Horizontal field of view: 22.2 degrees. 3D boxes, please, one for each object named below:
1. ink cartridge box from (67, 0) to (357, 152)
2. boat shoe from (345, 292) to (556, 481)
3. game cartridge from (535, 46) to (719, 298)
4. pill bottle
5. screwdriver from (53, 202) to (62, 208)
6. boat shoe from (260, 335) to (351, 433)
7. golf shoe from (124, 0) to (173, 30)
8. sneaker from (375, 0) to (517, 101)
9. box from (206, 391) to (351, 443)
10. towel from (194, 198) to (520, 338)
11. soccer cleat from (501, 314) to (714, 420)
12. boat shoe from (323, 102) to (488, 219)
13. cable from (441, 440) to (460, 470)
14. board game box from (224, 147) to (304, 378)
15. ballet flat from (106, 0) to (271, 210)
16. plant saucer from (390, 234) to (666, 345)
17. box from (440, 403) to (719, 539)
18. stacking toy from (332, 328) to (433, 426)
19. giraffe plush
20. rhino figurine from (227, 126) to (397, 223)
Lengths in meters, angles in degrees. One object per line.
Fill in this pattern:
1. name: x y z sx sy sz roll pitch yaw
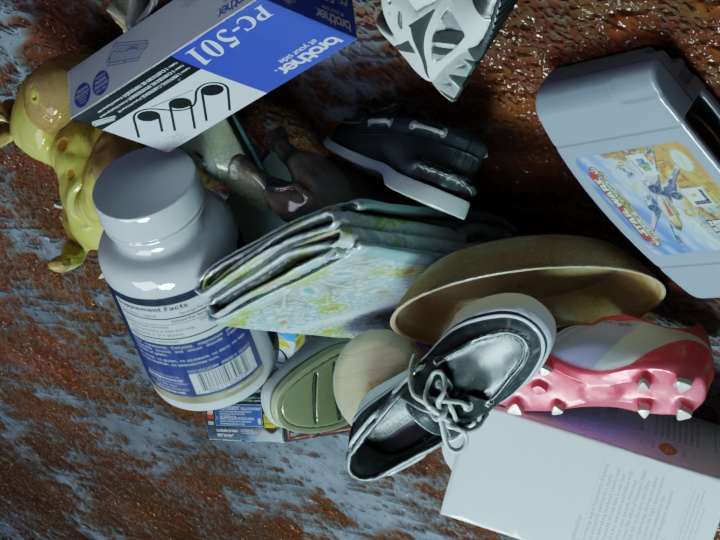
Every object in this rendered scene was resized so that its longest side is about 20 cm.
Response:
1. ink cartridge box: -0.106 -0.150 1.281 0.199 0.044 0.094 -27 150 37
2. boat shoe: 0.058 0.088 1.298 0.199 0.068 0.074 -33 109 36
3. game cartridge: 0.205 -0.056 1.183 0.200 0.042 0.133 46 151 -21
4. pill bottle: -0.138 0.005 1.424 0.111 0.111 0.201 19 143 34
5. screwdriver: -0.210 -0.050 1.646 0.029 0.028 0.200 19 -174 23
6. boat shoe: -0.014 0.071 1.519 0.068 0.199 0.075 22 126 40
7. golf shoe: -0.160 -0.249 1.246 0.077 0.088 0.200 34 162 52
8. sneaker: 0.053 -0.174 1.123 0.088 0.074 0.200 34 156 -1
9. box: -0.021 0.122 1.652 0.137 0.199 0.040 -5 91 57
10. towel: 0.000 0.000 1.368 0.199 0.048 0.171 8 154 -45
11. soccer cleat: 0.158 0.063 1.340 0.199 0.077 0.067 5 130 14
12. boat shoe: 0.035 -0.087 1.321 0.075 0.061 0.200 23 -175 -31
13. cable: 0.164 0.168 1.597 0.199 0.069 0.200 5 145 44
14. board game box: -0.070 0.001 1.579 0.105 0.103 0.200 32 156 9
15. ballet flat: -0.132 -0.127 1.407 0.201 0.062 0.067 64 176 -8
16. plant saucer: 0.119 0.013 1.324 0.199 0.036 0.200 -5 162 -2
17. box: 0.175 0.153 1.409 0.199 0.098 0.124 17 -163 6
18. stacking toy: 0.057 0.075 1.468 0.085 0.086 0.200 26 -162 21
19. giraffe plush: -0.220 -0.112 1.515 0.162 0.172 0.200 51 127 13
20. rhino figurine: -0.010 -0.050 1.401 0.087 0.060 0.200 36 -171 34
